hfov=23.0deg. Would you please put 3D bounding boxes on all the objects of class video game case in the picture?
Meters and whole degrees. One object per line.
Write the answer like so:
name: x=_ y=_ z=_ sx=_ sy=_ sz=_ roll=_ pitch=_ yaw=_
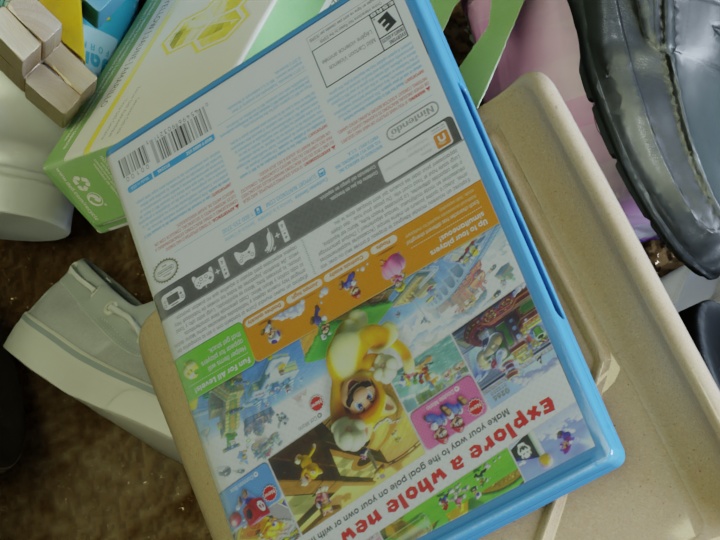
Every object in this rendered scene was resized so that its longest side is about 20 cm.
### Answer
video game case: x=-0.006 y=0.008 z=0.636 sx=0.142 sy=0.018 sz=0.201 roll=-29 pitch=66 yaw=18

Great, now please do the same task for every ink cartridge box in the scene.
ink cartridge box: x=-0.027 y=-0.097 z=0.754 sx=0.199 sy=0.048 sz=0.146 roll=-14 pitch=37 yaw=36

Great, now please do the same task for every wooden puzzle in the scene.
wooden puzzle: x=0.026 y=0.054 z=0.640 sx=0.199 sy=0.037 sz=0.186 roll=-33 pitch=65 yaw=18

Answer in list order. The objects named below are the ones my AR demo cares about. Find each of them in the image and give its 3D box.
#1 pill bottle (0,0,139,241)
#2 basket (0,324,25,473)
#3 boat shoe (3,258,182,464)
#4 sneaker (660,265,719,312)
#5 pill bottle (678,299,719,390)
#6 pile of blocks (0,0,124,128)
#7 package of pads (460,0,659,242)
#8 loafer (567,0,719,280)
pill bottle: x=-0.160 y=-0.119 z=0.836 sx=0.110 sy=0.111 sz=0.202 roll=1 pitch=80 yaw=18
basket: x=-0.265 y=0.072 z=0.800 sx=0.198 sy=0.180 sz=0.137 roll=-21 pitch=83 yaw=8
boat shoe: x=-0.085 y=0.041 z=0.775 sx=0.199 sy=0.072 sz=0.069 roll=19 pitch=75 yaw=56
sneaker: x=0.184 y=0.009 z=0.708 sx=0.198 sy=0.093 sz=0.071 roll=-15 pitch=75 yaw=14
pill bottle: x=0.070 y=0.093 z=0.695 sx=0.199 sy=0.112 sz=0.113 roll=-30 pitch=71 yaw=26
pile of blocks: x=-0.131 y=-0.168 z=0.759 sx=0.081 sy=0.062 sz=0.202 roll=-9 pitch=82 yaw=-13
package of pads: x=0.145 y=-0.080 z=0.748 sx=0.198 sy=0.076 sz=0.122 roll=-12 pitch=80 yaw=16
loafer: x=0.119 y=-0.097 z=0.683 sx=0.070 sy=0.068 sz=0.202 roll=-22 pitch=71 yaw=23
